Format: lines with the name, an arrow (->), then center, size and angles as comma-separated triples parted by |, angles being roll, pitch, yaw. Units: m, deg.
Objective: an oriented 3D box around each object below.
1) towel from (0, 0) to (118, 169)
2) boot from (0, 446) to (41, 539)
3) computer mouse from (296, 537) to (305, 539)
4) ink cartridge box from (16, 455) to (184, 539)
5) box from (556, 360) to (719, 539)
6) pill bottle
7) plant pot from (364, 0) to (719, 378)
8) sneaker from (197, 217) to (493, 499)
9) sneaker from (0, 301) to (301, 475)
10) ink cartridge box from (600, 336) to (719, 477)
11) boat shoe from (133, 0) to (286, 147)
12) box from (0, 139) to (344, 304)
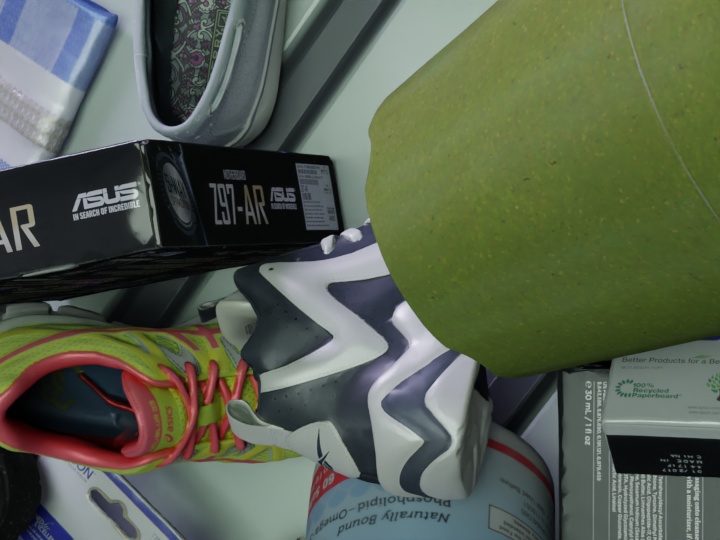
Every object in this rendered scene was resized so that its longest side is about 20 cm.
towel -> -0.221, -0.073, 0.963 | 0.146, 0.024, 0.201 | 32, 102, 16
boot -> -0.232, 0.040, 0.874 | 0.070, 0.131, 0.200 | -45, 63, 19
computer mouse -> 0.016, 0.223, 0.871 | 0.199, 0.053, 0.139 | 28, 103, 30
ink cartridge box -> -0.159, 0.176, 0.930 | 0.099, 0.039, 0.200 | 44, 106, 14
box -> 0.158, 0.139, 0.797 | 0.140, 0.079, 0.202 | 1, 91, 23
pill bottle -> 0.025, 0.164, 0.778 | 0.108, 0.109, 0.201 | -14, 43, 20
plant pot -> 0.106, -0.048, 0.678 | 0.189, 0.199, 0.201 | -26, 82, 37
sneaker -> 0.000, 0.000, 0.807 | 0.129, 0.080, 0.200 | 6, 60, 12
sneaker -> -0.079, 0.060, 0.849 | 0.198, 0.090, 0.079 | -2, 105, -7
ink cartridge box -> 0.162, -0.005, 0.772 | 0.099, 0.039, 0.201 | 0, 49, 22
boat shoe -> -0.067, -0.155, 0.876 | 0.070, 0.071, 0.203 | 5, 93, 20
box -> -0.115, -0.017, 0.830 | 0.159, 0.200, 0.044 | -11, 87, 21
